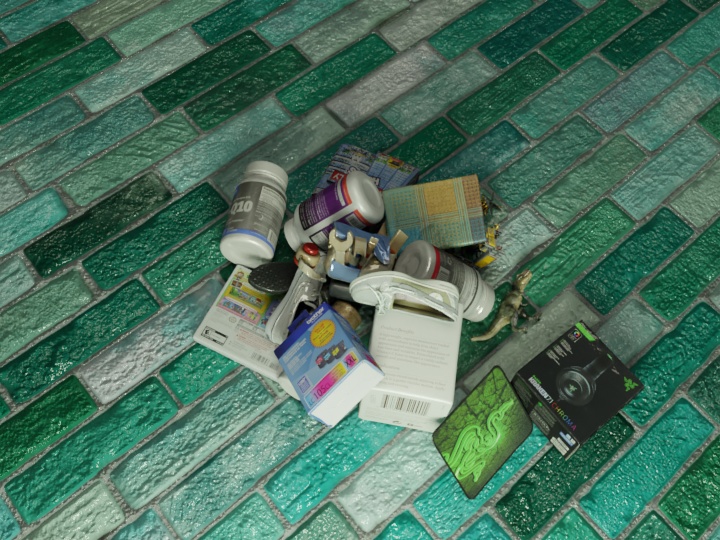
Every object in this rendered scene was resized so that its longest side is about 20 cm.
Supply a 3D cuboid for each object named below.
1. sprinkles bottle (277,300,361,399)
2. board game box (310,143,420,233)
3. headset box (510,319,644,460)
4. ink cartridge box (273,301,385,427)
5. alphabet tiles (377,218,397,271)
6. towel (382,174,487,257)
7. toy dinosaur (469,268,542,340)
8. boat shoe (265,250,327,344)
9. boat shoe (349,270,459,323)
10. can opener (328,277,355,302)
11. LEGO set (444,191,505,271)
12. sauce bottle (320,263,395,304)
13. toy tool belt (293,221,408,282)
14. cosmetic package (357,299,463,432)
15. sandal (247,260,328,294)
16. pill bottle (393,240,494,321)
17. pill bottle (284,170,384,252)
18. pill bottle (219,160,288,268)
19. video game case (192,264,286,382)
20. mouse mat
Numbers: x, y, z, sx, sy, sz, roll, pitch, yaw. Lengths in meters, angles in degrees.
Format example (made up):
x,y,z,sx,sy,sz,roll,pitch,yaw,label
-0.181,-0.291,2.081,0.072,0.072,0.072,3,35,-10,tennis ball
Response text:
x,y,z,sx,sy,sz,roll,pitch,yaw,label
-0.077,0.152,1.553,0.068,0.069,0.201,31,63,13,sprinkles bottle
0.000,-0.166,1.739,0.197,0.062,0.202,23,61,9,board game box
0.410,0.221,1.534,0.198,0.093,0.175,-32,68,-21,headset box
-0.065,0.154,1.421,0.136,0.076,0.200,-44,43,4,ink cartridge box
0.108,-0.007,1.643,0.199,0.008,0.169,35,67,-10,alphabet tiles
0.146,-0.108,1.613,0.196,0.022,0.150,-9,72,10,towel
0.310,0.089,1.629,0.087,0.048,0.201,27,62,27,toy dinosaur
-0.105,0.058,1.561,0.065,0.074,0.202,21,77,35,boat shoe
0.078,0.051,1.429,0.198,0.075,0.066,9,56,-6,boat shoe
0.032,0.064,1.583,0.196,0.068,0.054,12,27,-2,can opener
0.224,-0.097,1.660,0.152,0.115,0.203,28,50,-24,LEGO set
0.000,0.000,1.645,0.198,0.065,0.065,-33,68,-20,sauce bottle
-0.017,-0.046,1.528,0.197,0.124,0.126,14,30,-20,toy tool belt
0.092,0.168,1.500,0.161,0.166,0.203,11,61,2,cosmetic package
-0.137,0.018,1.621,0.198,0.048,0.076,-13,51,-37,sandal
0.168,0.028,1.573,0.198,0.110,0.113,26,54,-32,pill bottle
-0.056,-0.110,1.633,0.198,0.112,0.114,-27,58,25,pill bottle
-0.214,-0.118,1.667,0.111,0.114,0.203,10,60,2,pill bottle
-0.202,0.102,1.599,0.197,0.022,0.184,24,62,10,video game case
0.227,0.295,1.475,0.199,0.007,0.162,-41,110,-23,mouse mat
